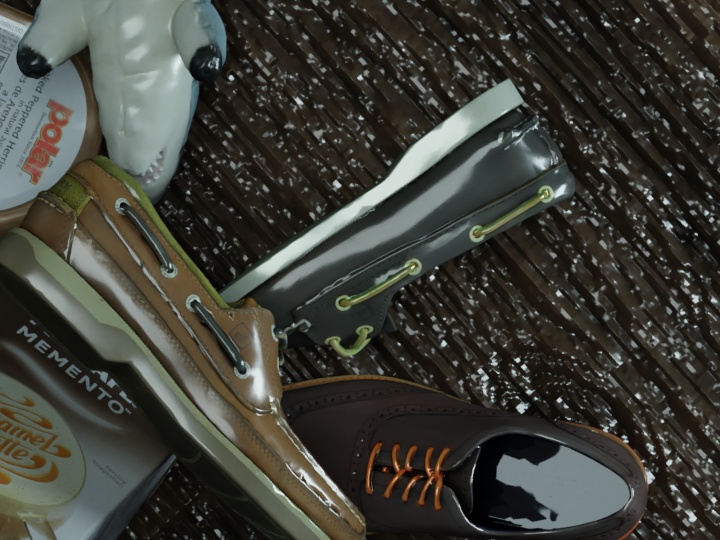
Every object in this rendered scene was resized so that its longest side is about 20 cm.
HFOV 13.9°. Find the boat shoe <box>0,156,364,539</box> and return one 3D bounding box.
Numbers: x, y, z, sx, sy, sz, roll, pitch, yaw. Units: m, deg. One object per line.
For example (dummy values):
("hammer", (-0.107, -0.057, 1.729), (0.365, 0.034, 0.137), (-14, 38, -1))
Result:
("boat shoe", (-0.059, 0.039, 1.211), (0.200, 0.072, 0.068), (47, 74, -17))

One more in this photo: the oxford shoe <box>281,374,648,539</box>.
("oxford shoe", (0.026, 0.081, 1.274), (0.199, 0.073, 0.072), (4, 86, 3))

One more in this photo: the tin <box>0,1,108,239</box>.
("tin", (-0.206, -0.079, 1.299), (0.199, 0.042, 0.112), (23, 71, 4))

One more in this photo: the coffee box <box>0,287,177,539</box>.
("coffee box", (-0.166, 0.093, 1.216), (0.114, 0.200, 0.080), (38, 121, 3))

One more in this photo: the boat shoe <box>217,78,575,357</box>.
("boat shoe", (0.000, 0.000, 1.281), (0.201, 0.072, 0.061), (-37, 91, 5))

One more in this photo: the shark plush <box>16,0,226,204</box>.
("shark plush", (-0.094, -0.134, 1.293), (0.090, 0.083, 0.201), (-9, 64, 12))
